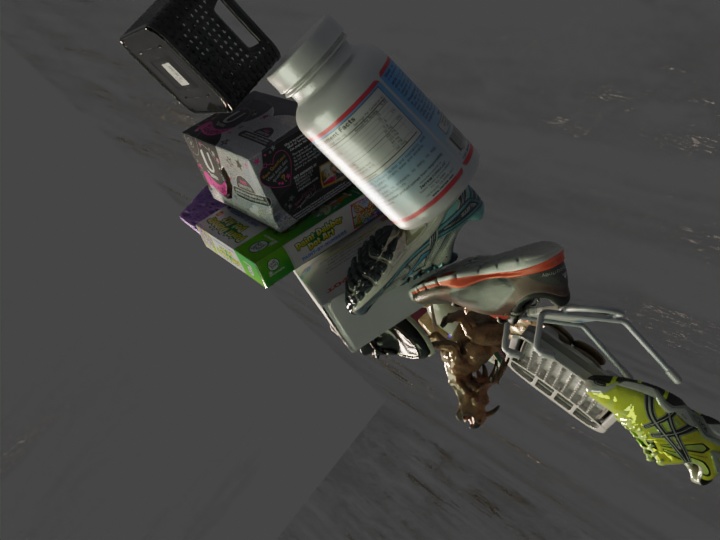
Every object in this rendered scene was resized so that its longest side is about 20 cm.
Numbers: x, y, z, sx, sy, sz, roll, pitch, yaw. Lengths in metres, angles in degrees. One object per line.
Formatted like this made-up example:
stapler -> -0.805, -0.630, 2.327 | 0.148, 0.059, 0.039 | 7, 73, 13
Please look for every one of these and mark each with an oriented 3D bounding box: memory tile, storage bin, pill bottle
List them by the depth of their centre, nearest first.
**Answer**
pill bottle -> 0.011, -0.141, 0.784 | 0.200, 0.109, 0.109 | 43, 169, -17
storage bin -> -0.202, -0.273, 1.014 | 0.135, 0.094, 0.200 | 45, 169, -26
memory tile -> 0.277, 0.113, 1.182 | 0.153, 0.017, 0.200 | 36, 169, 20

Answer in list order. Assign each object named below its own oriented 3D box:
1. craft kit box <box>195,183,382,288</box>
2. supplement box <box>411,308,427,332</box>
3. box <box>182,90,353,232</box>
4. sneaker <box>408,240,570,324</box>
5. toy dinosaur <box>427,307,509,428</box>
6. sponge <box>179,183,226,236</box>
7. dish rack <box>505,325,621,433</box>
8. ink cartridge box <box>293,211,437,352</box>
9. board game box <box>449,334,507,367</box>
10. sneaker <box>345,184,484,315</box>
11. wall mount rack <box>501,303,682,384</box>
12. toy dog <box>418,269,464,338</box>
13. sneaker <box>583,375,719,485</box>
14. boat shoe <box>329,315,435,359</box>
craft kit box -> -0.097, -0.072, 1.110 | 0.200, 0.197, 0.049 | 28, 149, 53
supplement box -> 0.030, 0.033, 1.395 | 0.200, 0.086, 0.110 | 47, -179, 44
box -> -0.127, -0.151, 1.096 | 0.200, 0.132, 0.115 | 27, 145, 51
sneaker -> 0.140, 0.028, 0.910 | 0.200, 0.077, 0.082 | -13, 101, 43
toy dinosaur -> 0.157, 0.096, 1.090 | 0.135, 0.200, 0.086 | 25, -155, -8
sponge -> -0.166, -0.119, 1.241 | 0.112, 0.200, 0.030 | 36, 167, 15
dish rack -> 0.282, 0.143, 1.122 | 0.172, 0.044, 0.200 | 37, 169, 17
ink cartridge box -> 0.000, 0.000, 1.065 | 0.085, 0.144, 0.200 | 59, 174, -27
board game box -> 0.172, 0.085, 1.395 | 0.135, 0.029, 0.200 | 30, 166, 40
sneaker -> 0.062, -0.018, 0.916 | 0.086, 0.200, 0.078 | 31, -161, -26
wall mount rack -> 0.267, 0.084, 0.961 | 0.174, 0.075, 0.200 | 9, 173, -7
toy dog -> 0.128, 0.053, 1.174 | 0.096, 0.132, 0.200 | 42, -166, 31
sneaker -> 0.350, 0.185, 0.967 | 0.200, 0.076, 0.075 | 27, 172, -4
boat shoe -> 0.020, 0.083, 1.078 | 0.199, 0.066, 0.075 | 28, 147, 53
